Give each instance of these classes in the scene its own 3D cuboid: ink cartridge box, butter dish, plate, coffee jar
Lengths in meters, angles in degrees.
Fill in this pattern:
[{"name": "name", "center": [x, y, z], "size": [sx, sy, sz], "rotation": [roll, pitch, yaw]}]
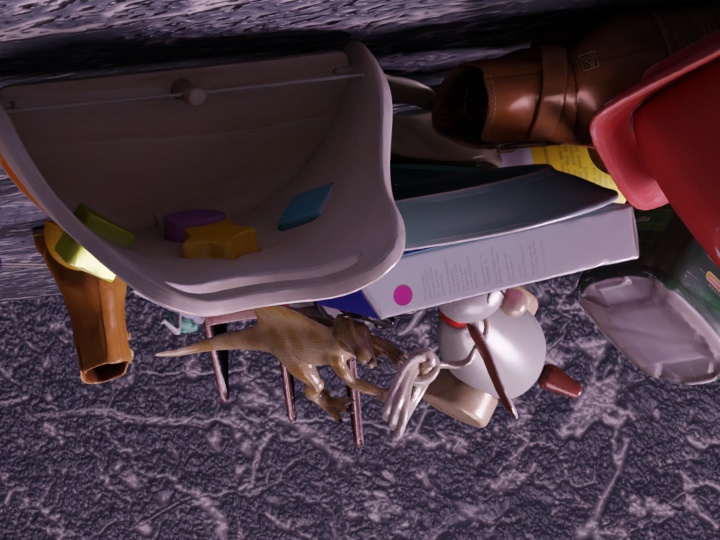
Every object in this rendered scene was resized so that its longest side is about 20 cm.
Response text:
[{"name": "ink cartridge box", "center": [0.041, -0.004, 1.182], "size": [0.198, 0.037, 0.095], "rotation": [-10, -173, -20]}, {"name": "butter dish", "center": [0.235, -0.050, 1.104], "size": [0.198, 0.149, 0.200], "rotation": [-27, 163, 8]}, {"name": "plate", "center": [0.038, -0.033, 1.171], "size": [0.198, 0.026, 0.200], "rotation": [-10, -175, 1]}, {"name": "coffee jar", "center": [0.211, -0.039, 1.326], "size": [0.104, 0.201, 0.085], "rotation": [44, 146, -25]}]

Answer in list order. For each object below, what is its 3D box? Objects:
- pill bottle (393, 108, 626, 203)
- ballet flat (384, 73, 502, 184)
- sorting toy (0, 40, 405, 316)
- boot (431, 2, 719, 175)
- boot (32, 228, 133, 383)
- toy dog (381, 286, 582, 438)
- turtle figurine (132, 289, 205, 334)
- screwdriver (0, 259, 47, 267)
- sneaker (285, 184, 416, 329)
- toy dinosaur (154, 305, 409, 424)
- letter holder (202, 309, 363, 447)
[{"name": "pill bottle", "center": [0.112, -0.062, 1.429], "size": [0.198, 0.115, 0.114], "rotation": [-7, 177, -32]}, {"name": "ballet flat", "center": [-0.003, -0.079, 1.235], "size": [0.199, 0.070, 0.069], "rotation": [1, 172, -43]}, {"name": "sorting toy", "center": [-0.066, -0.027, 1.027], "size": [0.198, 0.108, 0.180], "rotation": [-8, -157, -18]}, {"name": "boot", "center": [0.113, -0.084, 1.209], "size": [0.154, 0.077, 0.200], "rotation": [-13, 174, -15]}, {"name": "boot", "center": [-0.247, 0.029, 1.969], "size": [0.070, 0.146, 0.201], "rotation": [-7, 178, -15]}, {"name": "toy dog", "center": [0.090, 0.045, 1.340], "size": [0.096, 0.133, 0.200], "rotation": [21, -172, 10]}, {"name": "turtle figurine", "center": [-0.080, -0.045, 1.386], "size": [0.150, 0.101, 0.200], "rotation": [-49, 164, 22]}, {"name": "screwdriver", "center": [-0.352, -0.007, 2.190], "size": [0.029, 0.028, 0.200], "rotation": [23, -170, 19]}, {"name": "sneaker", "center": [0.000, 0.000, 1.362], "size": [0.071, 0.098, 0.201], "rotation": [-46, 172, -21]}, {"name": "toy dinosaur", "center": [-0.033, 0.046, 1.365], "size": [0.101, 0.059, 0.199], "rotation": [36, 156, -31]}, {"name": "letter holder", "center": [-0.057, 0.027, 1.581], "size": [0.100, 0.143, 0.201], "rotation": [-8, -148, 0]}]
